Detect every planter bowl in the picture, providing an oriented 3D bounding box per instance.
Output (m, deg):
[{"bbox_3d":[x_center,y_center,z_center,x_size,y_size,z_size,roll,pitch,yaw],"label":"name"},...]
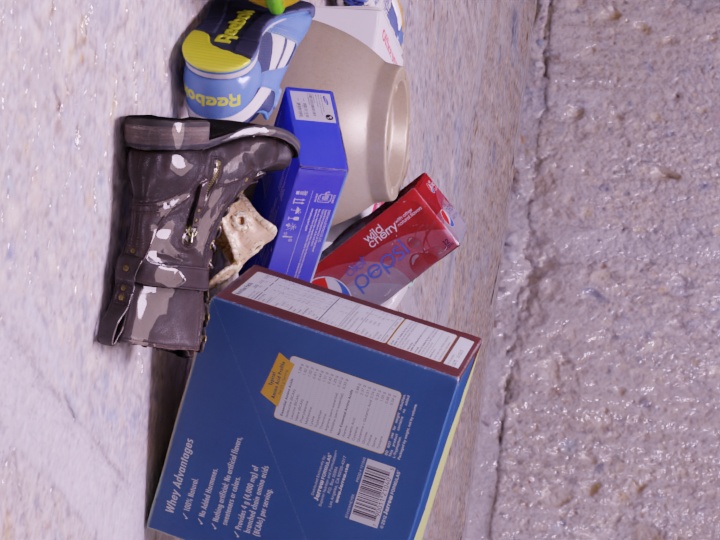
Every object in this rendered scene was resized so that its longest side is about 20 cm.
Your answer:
[{"bbox_3d":[-0.030,-0.125,1.825,0.200,0.134,0.201,5,90,-79],"label":"planter bowl"}]

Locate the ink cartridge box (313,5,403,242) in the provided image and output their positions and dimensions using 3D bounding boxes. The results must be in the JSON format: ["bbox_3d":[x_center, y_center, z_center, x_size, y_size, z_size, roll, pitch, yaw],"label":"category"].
[{"bbox_3d":[-0.019,-0.140,2.011,0.145,0.083,0.201,57,39,-73],"label":"ink cartridge box"}]

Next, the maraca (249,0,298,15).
[{"bbox_3d":[-0.068,-0.292,1.625,0.137,0.107,0.200,88,2,-54],"label":"maraca"}]

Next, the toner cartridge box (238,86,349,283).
[{"bbox_3d":[-0.059,-0.045,1.710,0.200,0.043,0.095,110,-22,-44],"label":"toner cartridge box"}]

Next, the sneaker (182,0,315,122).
[{"bbox_3d":[-0.092,-0.167,1.652,0.200,0.074,0.082,-53,149,-58],"label":"sneaker"}]

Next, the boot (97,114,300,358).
[{"bbox_3d":[-0.121,-0.024,1.518,0.200,0.069,0.175,-2,98,-55],"label":"boot"}]

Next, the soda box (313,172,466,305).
[{"bbox_3d":[0.000,0.000,1.893,0.070,0.200,0.063,51,19,-5],"label":"soda box"}]

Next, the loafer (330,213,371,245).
[{"bbox_3d":[-0.001,-0.003,1.977,0.076,0.200,0.067,50,34,-3],"label":"loafer"}]

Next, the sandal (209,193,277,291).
[{"bbox_3d":[-0.099,-0.046,1.659,0.078,0.069,0.212,77,21,-59],"label":"sandal"}]

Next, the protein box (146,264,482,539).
[{"bbox_3d":[-0.034,0.127,1.632,0.135,0.199,0.199,-43,151,-74],"label":"protein box"}]

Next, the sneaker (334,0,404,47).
[{"bbox_3d":[-0.007,-0.284,2.091,0.088,0.075,0.201,-37,126,-61],"label":"sneaker"}]

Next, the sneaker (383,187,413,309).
[{"bbox_3d":[0.036,0.011,2.349,0.201,0.074,0.118,-78,161,-46],"label":"sneaker"}]
